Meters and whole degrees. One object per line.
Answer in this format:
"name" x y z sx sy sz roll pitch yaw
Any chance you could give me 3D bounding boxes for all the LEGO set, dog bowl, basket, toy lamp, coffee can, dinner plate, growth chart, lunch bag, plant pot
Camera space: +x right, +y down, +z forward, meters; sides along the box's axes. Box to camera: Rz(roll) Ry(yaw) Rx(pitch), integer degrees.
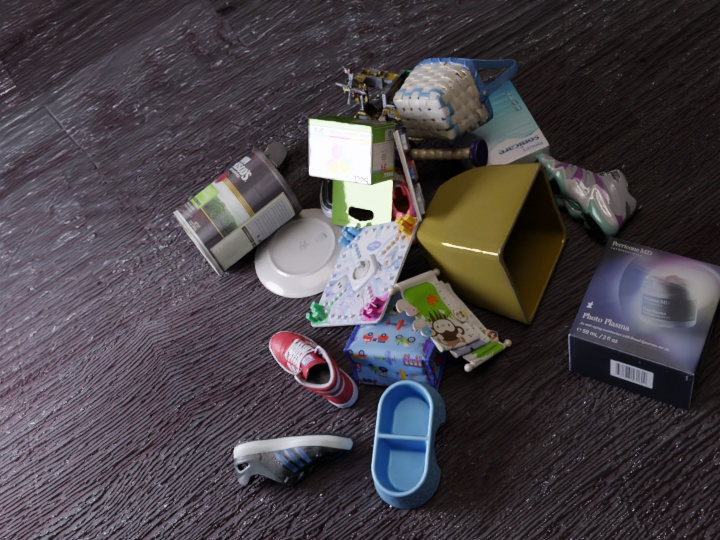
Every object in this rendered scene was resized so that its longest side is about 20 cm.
"LEGO set" 0.049 -0.311 1.862 0.197 0.156 0.116 18 45 17
"dog bowl" 0.072 0.267 1.505 0.109 0.050 0.204 1 69 18
"basket" 0.168 -0.325 1.740 0.200 0.140 0.175 -46 34 -22
"toy lamp" 0.136 -0.211 1.754 0.197 0.058 0.059 6 57 35
"coffee can" -0.229 -0.110 1.797 0.199 0.147 0.146 -39 56 -8
"dinner plate" -0.107 -0.040 1.801 0.196 0.024 0.203 -6 56 9
"growth chart" 0.144 0.081 1.579 0.200 0.018 0.144 47 43 13
"lunch bag" 0.077 0.094 1.631 0.148 0.095 0.202 5 49 21
"plant pot" 0.210 -0.057 1.631 0.197 0.196 0.196 11 59 34

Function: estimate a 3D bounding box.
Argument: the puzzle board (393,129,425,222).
"puzzle board" 0.088 -0.169 1.657 0.017 0.200 0.153 -16 97 7

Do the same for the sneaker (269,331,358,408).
"sneaker" -0.095 0.149 1.611 0.199 0.113 0.072 33 82 31

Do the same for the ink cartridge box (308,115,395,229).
"ink cartridge box" -0.016 -0.167 1.717 0.146 0.204 0.075 12 19 35

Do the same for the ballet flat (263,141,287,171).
"ballet flat" -0.213 -0.172 1.910 0.067 0.046 0.201 35 74 -2

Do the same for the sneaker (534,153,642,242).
"sneaker" 0.414 -0.158 1.708 0.139 0.078 0.201 -35 72 -16

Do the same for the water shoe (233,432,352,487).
"water shoe" -0.106 0.308 1.552 0.196 0.071 0.081 -7 82 9

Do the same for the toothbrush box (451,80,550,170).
"toothbrush box" 0.254 -0.249 1.806 0.144 0.086 0.202 -23 53 0

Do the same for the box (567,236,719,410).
"box" 0.452 0.078 1.511 0.197 0.124 0.200 17 61 24

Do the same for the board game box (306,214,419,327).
"board game box" 0.000 0.000 1.666 0.198 0.026 0.203 -8 54 52

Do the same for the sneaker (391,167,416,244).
"sneaker" 0.075 -0.148 1.785 0.073 0.087 0.202 -18 54 1

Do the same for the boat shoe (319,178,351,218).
"boat shoe" -0.038 -0.195 1.855 0.072 0.069 0.202 7 57 16
